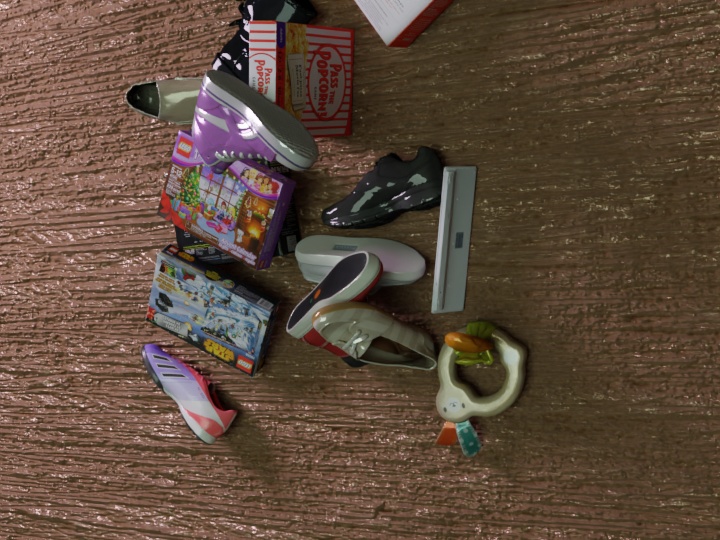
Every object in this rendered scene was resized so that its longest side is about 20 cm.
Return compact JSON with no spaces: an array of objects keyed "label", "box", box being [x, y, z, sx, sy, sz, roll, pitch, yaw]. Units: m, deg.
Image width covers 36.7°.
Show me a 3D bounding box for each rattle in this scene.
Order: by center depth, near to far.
[{"label":"rattle","box":[0.137,0.174,1.458,0.130,0.143,0.201,30,107,3]}]

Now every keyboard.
[{"label":"keyboard","box":[0.127,-0.041,1.473,0.011,0.056,0.201,18,108,47]}]

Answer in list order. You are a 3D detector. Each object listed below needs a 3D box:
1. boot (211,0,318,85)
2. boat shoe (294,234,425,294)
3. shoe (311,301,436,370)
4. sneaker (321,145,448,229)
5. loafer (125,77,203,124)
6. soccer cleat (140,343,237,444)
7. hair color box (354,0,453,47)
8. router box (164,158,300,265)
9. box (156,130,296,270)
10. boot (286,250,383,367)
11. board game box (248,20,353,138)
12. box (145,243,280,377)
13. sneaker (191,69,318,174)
[{"label":"boot","box":[-0.116,-0.315,1.565,0.198,0.073,0.163,43,113,18]},{"label":"boat shoe","box":[0.000,0.000,1.551,0.199,0.072,0.069,4,129,19]},{"label":"shoe","box":[0.024,0.092,1.475,0.070,0.199,0.054,-51,38,32]},{"label":"sneaker","box":[0.033,-0.113,1.515,0.199,0.076,0.091,-17,83,22]},{"label":"loafer","box":[-0.279,-0.258,1.667,0.199,0.068,0.076,3,99,30]},{"label":"soccer cleat","box":[-0.277,0.185,1.748,0.073,0.068,0.200,-42,71,4]},{"label":"hair color box","box":[0.088,-0.399,1.435,0.200,0.061,0.102,-40,77,30]},{"label":"router box","box":[-0.193,-0.090,1.647,0.199,0.062,0.151,-6,96,31]},{"label":"box","box":[-0.200,-0.105,1.589,0.199,0.039,0.138,28,110,24]},{"label":"boot","box":[0.006,0.061,1.521,0.144,0.073,0.200,31,135,-17]},{"label":"board game box","box":[-0.078,-0.256,1.474,0.046,0.200,0.153,7,102,28]},{"label":"box","box":[-0.228,0.062,1.662,0.199,0.040,0.137,27,127,10]},{"label":"sneaker","box":[-0.138,-0.157,1.373,0.200,0.072,0.115,40,119,30]}]
